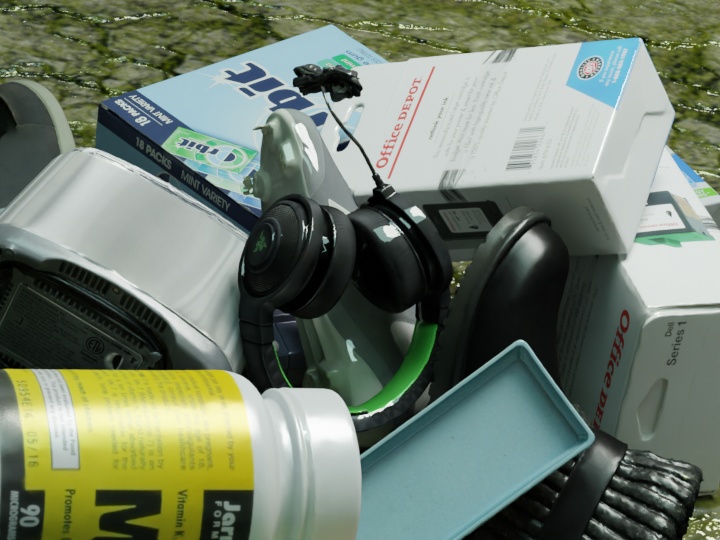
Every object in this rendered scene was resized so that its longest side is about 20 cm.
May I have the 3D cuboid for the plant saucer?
[{"bbox_3d":[0.028,0.124,1.428,0.200,0.019,0.070,-36,78,-2],"label":"plant saucer"}]

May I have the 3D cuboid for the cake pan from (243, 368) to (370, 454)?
[{"bbox_3d":[-0.063,0.050,1.609,0.199,0.037,0.201,6,34,-4],"label":"cake pan"}]

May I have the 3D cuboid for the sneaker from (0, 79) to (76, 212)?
[{"bbox_3d":[-0.239,-0.057,1.694,0.106,0.075,0.200,-5,37,-22],"label":"sneaker"}]

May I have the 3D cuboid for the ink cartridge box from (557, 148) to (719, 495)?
[{"bbox_3d":[0.161,0.024,1.598,0.084,0.146,0.200,-2,36,-18],"label":"ink cartridge box"}]

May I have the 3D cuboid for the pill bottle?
[{"bbox_3d":[-0.108,0.106,1.314,0.199,0.115,0.114,1,34,-20],"label":"pill bottle"}]

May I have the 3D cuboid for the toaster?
[{"bbox_3d":[-0.144,0.016,1.489,0.200,0.114,0.129,30,35,1],"label":"toaster"}]

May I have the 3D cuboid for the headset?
[{"bbox_3d":[-0.015,-0.012,1.464,0.123,0.201,0.094,-4,10,-31],"label":"headset"}]

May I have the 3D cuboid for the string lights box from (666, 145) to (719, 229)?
[{"bbox_3d":[0.150,-0.067,1.804,0.102,0.059,0.200,-12,39,-25],"label":"string lights box"}]

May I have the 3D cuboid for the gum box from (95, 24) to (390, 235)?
[{"bbox_3d":[-0.038,-0.078,1.674,0.200,0.045,0.170,-22,45,-39],"label":"gum box"}]

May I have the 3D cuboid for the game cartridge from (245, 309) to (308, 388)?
[{"bbox_3d":[-0.037,-0.002,1.630,0.129,0.038,0.200,-2,35,-22],"label":"game cartridge"}]

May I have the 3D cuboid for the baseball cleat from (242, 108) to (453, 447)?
[{"bbox_3d":[0.000,0.000,1.534,0.106,0.201,0.070,-11,-1,-26],"label":"baseball cleat"}]

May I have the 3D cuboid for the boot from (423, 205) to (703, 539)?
[{"bbox_3d":[0.121,0.084,1.472,0.157,0.212,0.079,18,7,22],"label":"boot"}]

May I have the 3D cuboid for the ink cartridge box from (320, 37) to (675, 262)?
[{"bbox_3d":[0.074,-0.069,1.571,0.199,0.067,0.116,-3,48,31],"label":"ink cartridge box"}]
